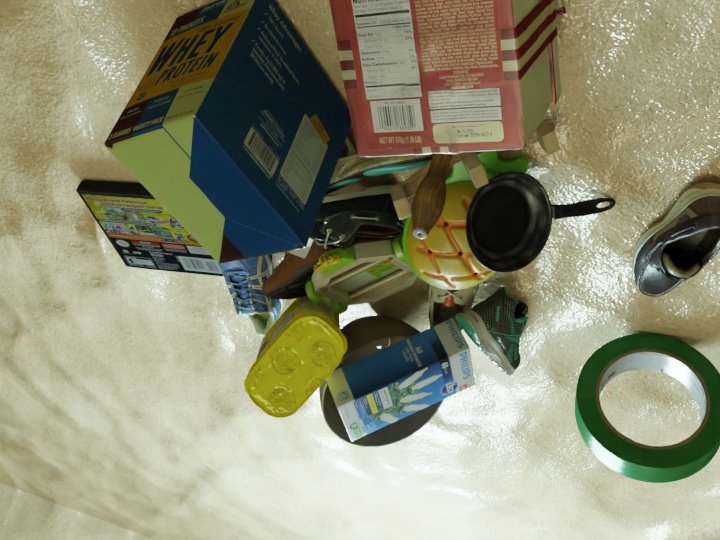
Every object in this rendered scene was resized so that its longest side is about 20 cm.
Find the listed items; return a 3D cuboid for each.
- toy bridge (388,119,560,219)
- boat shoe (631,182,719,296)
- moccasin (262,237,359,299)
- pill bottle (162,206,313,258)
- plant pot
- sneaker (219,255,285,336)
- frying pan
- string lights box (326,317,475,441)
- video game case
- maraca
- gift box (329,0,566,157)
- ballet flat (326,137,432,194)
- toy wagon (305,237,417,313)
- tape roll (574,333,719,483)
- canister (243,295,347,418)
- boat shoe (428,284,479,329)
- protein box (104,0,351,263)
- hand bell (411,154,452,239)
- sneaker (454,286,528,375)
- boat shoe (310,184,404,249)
[{"bbox_3d":[0.124,-0.120,0.957,0.197,0.068,0.027,-24,124,5],"label":"toy bridge"},{"bbox_3d":[0.373,-0.021,1.011,0.071,0.066,0.201,17,146,-1],"label":"boat shoe"},{"bbox_3d":[-0.079,-0.019,1.219,0.073,0.079,0.201,1,152,-34],"label":"moccasin"},{"bbox_3d":[-0.146,-0.093,1.110,0.197,0.114,0.113,23,145,-8],"label":"pill bottle"},{"bbox_3d":[0.021,0.147,1.321,0.196,0.135,0.203,-8,122,-13],"label":"plant pot"},{"bbox_3d":[-0.163,0.022,1.298,0.074,0.078,0.201,-9,140,18],"label":"sneaker"},{"bbox_3d":[0.198,-0.076,0.991,0.116,0.189,0.031,61,167,-21],"label":"frying pan"},{"bbox_3d":[0.058,0.153,1.208,0.197,0.059,0.103,-24,141,-4],"label":"string lights box"},{"bbox_3d":[-0.306,-0.062,1.304,0.196,0.026,0.182,5,144,20],"label":"video game case"},{"bbox_3d":[0.130,-0.062,1.041,0.135,0.108,0.202,22,119,-11],"label":"maraca"},{"bbox_3d":[0.081,-0.199,0.781,0.181,0.187,0.203,5,120,22],"label":"gift box"},{"bbox_3d":[0.000,-0.136,1.027,0.197,0.072,0.071,-14,136,22],"label":"ballet flat"},{"bbox_3d":[0.000,0.000,1.160,0.153,0.040,0.199,-26,154,21],"label":"toy wagon"},{"bbox_3d":[0.391,0.183,1.163,0.197,0.203,0.049,6,146,16],"label":"tape roll"},{"bbox_3d":[-0.089,0.110,1.231,0.086,0.149,0.200,41,-174,-8],"label":"canister"},{"bbox_3d":[0.127,0.029,1.197,0.070,0.063,0.201,15,144,8],"label":"boat shoe"},{"bbox_3d":[-0.132,-0.155,0.940,0.133,0.202,0.199,-8,138,33],"label":"protein box"},{"bbox_3d":[0.085,-0.116,0.894,0.102,0.202,0.105,12,145,8],"label":"hand bell"},{"bbox_3d":[0.208,0.086,1.229,0.078,0.091,0.200,50,-176,29],"label":"sneaker"},{"bbox_3d":[-0.032,-0.059,1.050,0.197,0.069,0.071,-10,179,-31],"label":"boat shoe"}]
